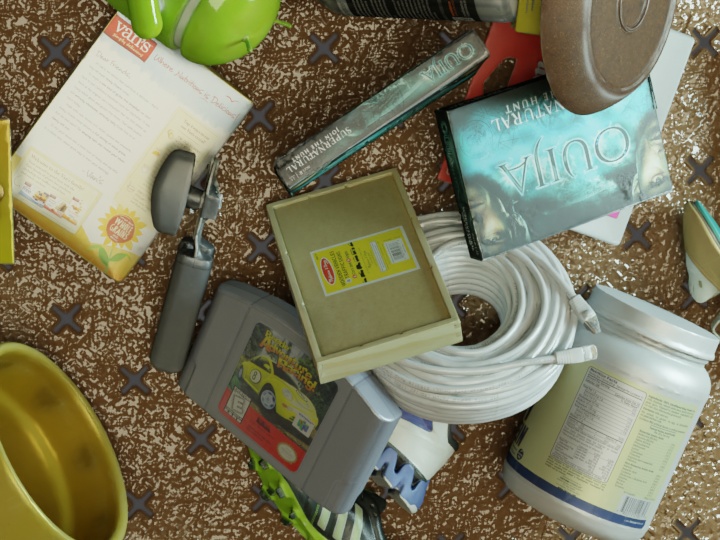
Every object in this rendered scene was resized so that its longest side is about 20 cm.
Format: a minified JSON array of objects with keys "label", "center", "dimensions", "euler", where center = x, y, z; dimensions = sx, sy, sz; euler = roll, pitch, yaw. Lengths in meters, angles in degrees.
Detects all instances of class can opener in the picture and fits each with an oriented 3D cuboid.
[{"label":"can opener","center":[-0.162,-0.010,1.470],"dimensions":[0.067,0.053,0.201],"euler":[15,111,-6]}]

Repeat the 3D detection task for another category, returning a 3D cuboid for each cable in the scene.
[{"label":"cable","center":[0.090,0.039,1.476],"dimensions":[0.199,0.201,0.069],"euler":[-18,147,-11]}]

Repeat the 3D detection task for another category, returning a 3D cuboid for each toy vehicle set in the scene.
[{"label":"toy vehicle set","center":[0.000,0.000,1.446],"dimensions":[0.124,0.200,0.027],"euler":[-16,136,-4]}]

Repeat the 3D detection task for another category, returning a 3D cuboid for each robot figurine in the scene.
[{"label":"robot figurine","center":[-0.151,-0.249,1.393],"dimensions":[0.200,0.175,0.116],"euler":[37,126,5]}]

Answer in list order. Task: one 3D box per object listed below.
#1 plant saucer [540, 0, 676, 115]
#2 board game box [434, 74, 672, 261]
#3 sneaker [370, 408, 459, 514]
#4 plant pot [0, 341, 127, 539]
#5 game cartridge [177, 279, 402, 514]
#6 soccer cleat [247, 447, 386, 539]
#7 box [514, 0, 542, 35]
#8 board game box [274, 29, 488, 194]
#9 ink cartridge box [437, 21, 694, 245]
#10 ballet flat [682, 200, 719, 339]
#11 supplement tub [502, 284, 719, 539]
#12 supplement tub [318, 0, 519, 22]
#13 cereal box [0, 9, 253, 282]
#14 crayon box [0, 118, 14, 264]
[{"label":"plant saucer","center":[0.212,-0.224,1.381],"dimensions":[0.034,0.200,0.201],"euler":[15,102,33]},{"label":"board game box","center":[0.171,-0.103,1.465],"dimensions":[0.199,0.028,0.136],"euler":[-20,104,-19]},{"label":"sneaker","center":[0.020,0.110,1.533],"dimensions":[0.115,0.081,0.200],"euler":[-42,98,-13]},{"label":"plant pot","center":[-0.331,0.191,1.438],"dimensions":[0.188,0.201,0.201],"euler":[-29,105,13]},{"label":"game cartridge","center":[-0.063,0.104,1.466],"dimensions":[0.200,0.041,0.133],"euler":[37,119,18]},{"label":"soccer cleat","center":[-0.028,0.216,1.553],"dimensions":[0.081,0.067,0.200],"euler":[-42,101,-23]},{"label":"box","center":[0.172,-0.297,1.392],"dimensions":[0.048,0.117,0.201],"euler":[9,104,15]},{"label":"board game box","center":[0.015,-0.132,1.439],"dimensions":[0.200,0.135,0.028],"euler":[-34,91,-1]},{"label":"ink cartridge box","center":[0.184,-0.144,1.518],"dimensions":[0.173,0.044,0.201],"euler":[17,98,-13]},{"label":"ballet flat","center":[0.343,0.027,1.567],"dimensions":[0.063,0.069,0.200],"euler":[-36,104,14]},{"label":"supplement tub","center":[0.228,0.128,1.526],"dimensions":[0.144,0.145,0.201],"euler":[22,97,-12]},{"label":"supplement tub","center":[0.039,-0.271,1.404],"dimensions":[0.199,0.123,0.123],"euler":[4,102,15]},{"label":"cereal box","center":[-0.207,-0.110,1.465],"dimensions":[0.144,0.040,0.200],"euler":[37,93,-14]},{"label":"crayon box","center":[-0.383,-0.070,1.419],"dimensions":[0.199,0.051,0.128],"euler":[2,101,6]}]
